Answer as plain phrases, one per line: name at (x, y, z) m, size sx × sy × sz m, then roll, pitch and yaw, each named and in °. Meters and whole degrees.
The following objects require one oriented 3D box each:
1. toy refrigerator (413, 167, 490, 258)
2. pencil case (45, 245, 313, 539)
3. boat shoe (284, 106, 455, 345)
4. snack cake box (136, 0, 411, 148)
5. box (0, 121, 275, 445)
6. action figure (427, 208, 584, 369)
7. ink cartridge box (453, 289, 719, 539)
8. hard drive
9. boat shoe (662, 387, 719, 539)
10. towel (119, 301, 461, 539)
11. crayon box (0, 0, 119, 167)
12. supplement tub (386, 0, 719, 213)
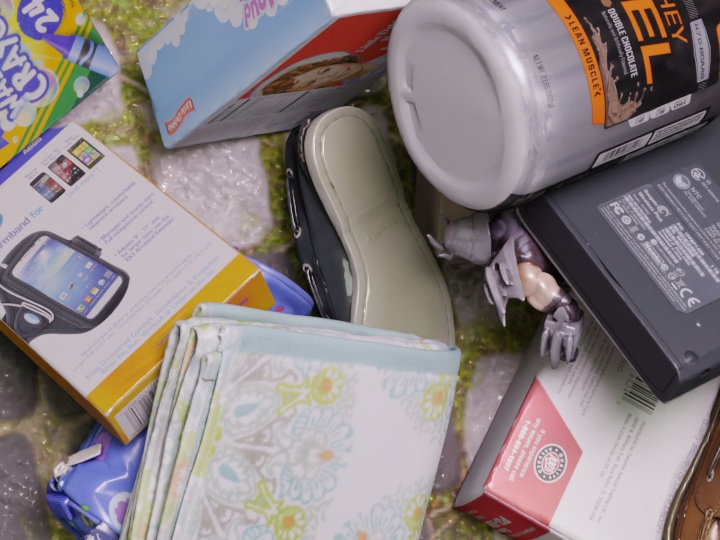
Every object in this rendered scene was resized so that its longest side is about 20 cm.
toy refrigerator at (0.137, -0.056, 1.222) m, size 0.198 × 0.070 × 0.077 m, roll -2°, pitch 110°, yaw -12°
pencil case at (-0.108, 0.076, 1.144) m, size 0.087 × 0.078 × 0.201 m, roll 44°, pitch 68°, yaw -34°
boat shoe at (-0.002, 0.001, 1.189) m, size 0.074 × 0.066 × 0.201 m, roll -30°, pitch 107°, yaw -30°
snack cake box at (-0.031, -0.141, 1.135) m, size 0.114 × 0.200 × 0.068 m, roll -11°, pitch 78°, yaw -36°
box at (-0.157, -0.002, 1.135) m, size 0.119 × 0.042 × 0.200 m, roll -43°, pitch 54°, yaw -14°
action figure at (0.131, -0.003, 1.133) m, size 0.198 × 0.069 × 0.131 m, roll 9°, pitch 58°, yaw -16°
ink cartridge box at (0.179, 0.122, 1.191) m, size 0.199 × 0.083 × 0.147 m, roll 29°, pitch 72°, yaw -4°
hard drive at (0.205, -0.021, 1.107) m, size 0.199 × 0.033 × 0.140 m, roll -22°, pitch 64°, yaw -30°
boat shoe at (0.222, 0.122, 1.120) m, size 0.071 × 0.068 × 0.202 m, roll 16°, pitch 75°, yaw -9°
towel at (-0.038, 0.112, 1.110) m, size 0.199 × 0.048 × 0.173 m, roll 9°, pitch 99°, yaw -39°
crayon box at (-0.251, -0.109, 1.141) m, size 0.200 × 0.051 × 0.126 m, roll -42°, pitch 126°, yaw -16°
supplement tub at (0.123, -0.117, 1.067) m, size 0.199 × 0.122 × 0.123 m, roll -24°, pitch 82°, yaw -31°
